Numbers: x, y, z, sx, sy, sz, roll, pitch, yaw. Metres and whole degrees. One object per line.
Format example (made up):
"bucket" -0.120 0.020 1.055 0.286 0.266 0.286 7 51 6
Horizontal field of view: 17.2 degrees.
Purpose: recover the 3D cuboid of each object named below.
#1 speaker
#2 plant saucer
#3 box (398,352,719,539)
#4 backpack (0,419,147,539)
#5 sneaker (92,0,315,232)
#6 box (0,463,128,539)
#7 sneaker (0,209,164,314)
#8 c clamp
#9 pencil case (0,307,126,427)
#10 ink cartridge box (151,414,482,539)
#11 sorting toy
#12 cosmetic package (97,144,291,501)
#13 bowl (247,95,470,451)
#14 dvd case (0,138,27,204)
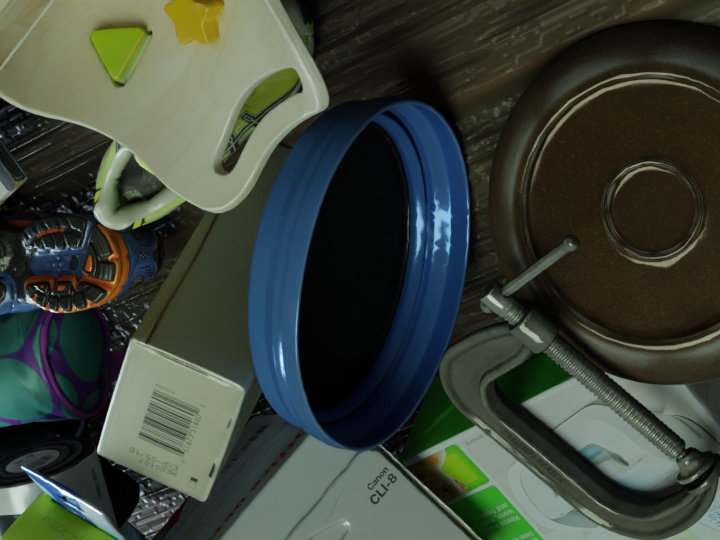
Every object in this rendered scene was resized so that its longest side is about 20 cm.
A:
"speaker" -0.177 0.210 1.492 0.081 0.081 0.201 -6 107 26
"plant saucer" 0.161 -0.035 1.297 0.200 0.032 0.201 2 97 20
"box" 0.158 0.112 1.442 0.200 0.097 0.177 -28 111 36
"backpack" -0.256 0.189 1.614 0.200 0.178 0.151 -2 131 40
"sneaker" -0.091 -0.089 1.386 0.075 0.076 0.200 33 131 -5
"box" -0.128 0.205 1.400 0.200 0.048 0.122 50 162 -29
"sneaker" -0.204 -0.004 1.504 0.200 0.078 0.076 6 97 38
"c clamp" 0.127 0.079 1.328 0.200 0.027 0.171 43 142 -15
"pencil case" -0.260 0.071 1.580 0.199 0.085 0.092 -11 155 28
"ink cartridge box" -0.035 0.185 1.481 0.145 0.145 0.200 43 166 -8
"sorting toy" -0.098 -0.131 1.294 0.180 0.107 0.200 53 132 8
"cosmetic package" -0.076 0.025 1.391 0.073 0.200 0.104 23 131 2
"bowl" 0.000 0.000 1.343 0.039 0.201 0.201 11 132 28
"dvd case" -0.303 -0.067 1.497 0.200 0.016 0.149 -39 85 41
